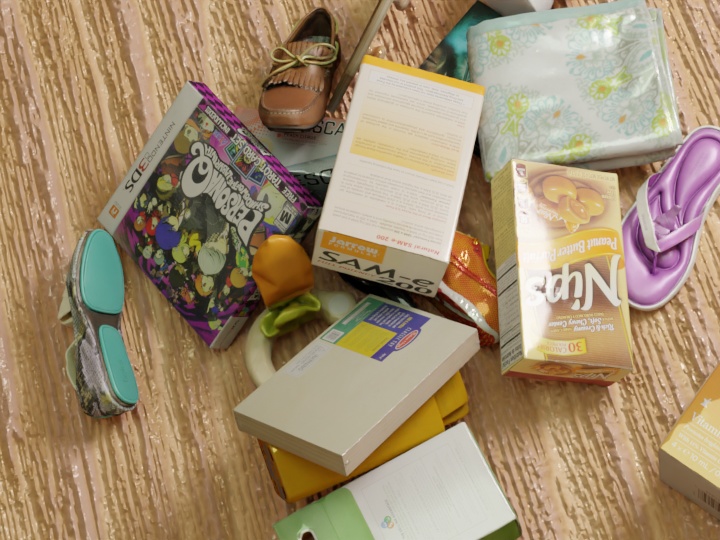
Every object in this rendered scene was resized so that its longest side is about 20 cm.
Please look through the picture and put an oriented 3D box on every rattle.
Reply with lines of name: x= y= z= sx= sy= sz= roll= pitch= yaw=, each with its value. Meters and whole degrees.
rattle: x=-0.053 y=0.092 z=1.583 sx=0.129 sy=0.143 sz=0.202 roll=10 pitch=62 yaw=-5

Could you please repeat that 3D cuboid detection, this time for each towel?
towel: x=0.209 y=-0.178 z=1.661 sx=0.198 sy=0.048 sz=0.173 roll=-8 pitch=63 yaw=6

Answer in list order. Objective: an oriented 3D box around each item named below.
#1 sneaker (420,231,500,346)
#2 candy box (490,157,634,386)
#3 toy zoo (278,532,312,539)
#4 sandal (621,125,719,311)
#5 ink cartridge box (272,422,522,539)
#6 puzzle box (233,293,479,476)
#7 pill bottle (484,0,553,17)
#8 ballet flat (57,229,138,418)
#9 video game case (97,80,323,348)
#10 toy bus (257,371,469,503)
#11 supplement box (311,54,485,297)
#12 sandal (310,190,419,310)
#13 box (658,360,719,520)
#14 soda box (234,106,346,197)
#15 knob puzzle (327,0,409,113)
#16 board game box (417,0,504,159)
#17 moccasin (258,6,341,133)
sneaker: x=0.080 y=-0.011 z=1.642 sx=0.077 sy=0.073 sz=0.200 roll=-41 pitch=74 yaw=-18
candy box: x=0.188 y=0.002 z=1.588 sx=0.114 sy=0.055 sz=0.202 roll=6 pitch=66 yaw=-18
toy zoo: x=0.007 y=0.269 z=1.555 sx=0.199 sy=0.020 sz=0.132 roll=-34 pitch=65 yaw=-5
sandal: x=0.296 y=-0.059 z=1.623 sx=0.082 sy=0.050 sz=0.204 roll=22 pitch=73 yaw=19
ink cartridge box: x=0.034 y=0.232 z=1.521 sx=0.199 sy=0.059 sz=0.104 roll=-28 pitch=64 yaw=-2
puzzle box: x=-0.001 y=0.098 z=1.519 sx=0.132 sy=0.026 sz=0.200 roll=18 pitch=43 yaw=38
pill bottle: x=0.205 y=-0.351 z=1.733 sx=0.112 sy=0.112 sz=0.201 roll=32 pitch=76 yaw=22
ballet flat: x=-0.270 y=0.056 z=1.681 sx=0.071 sy=0.072 sz=0.202 roll=-15 pitch=64 yaw=4
video game case: x=-0.151 y=-0.056 z=1.675 sx=0.200 sy=0.036 sz=0.182 roll=46 pitch=112 yaw=24
toy bus: x=0.007 y=0.142 z=1.549 sx=0.198 sy=0.078 sz=0.066 roll=-22 pitch=98 yaw=-14
supplement box: x=0.037 y=-0.090 z=1.596 sx=0.125 sy=0.074 sz=0.202 roll=15 pitch=62 yaw=-1
sandal: x=0.000 y=0.000 z=1.647 sx=0.045 sy=0.075 sz=0.200 roll=-40 pitch=68 yaw=5
box: x=0.370 y=0.128 z=1.502 sx=0.124 sy=0.098 sz=0.201 roll=33 pitch=76 yaw=22
soda box: x=-0.036 y=-0.112 z=1.705 sx=0.198 sy=0.064 sz=0.069 roll=8 pitch=68 yaw=15
knob puzzle: x=0.035 y=-0.266 z=1.680 sx=0.030 sy=0.220 sz=0.221 roll=27 pitch=73 yaw=-4
board game box: x=0.153 y=-0.172 z=1.712 sx=0.199 sy=0.028 sz=0.135 roll=36 pitch=77 yaw=22
moccasin: x=-0.056 y=-0.202 z=1.690 sx=0.073 sy=0.078 sz=0.202 roll=9 pitch=36 yaw=14
